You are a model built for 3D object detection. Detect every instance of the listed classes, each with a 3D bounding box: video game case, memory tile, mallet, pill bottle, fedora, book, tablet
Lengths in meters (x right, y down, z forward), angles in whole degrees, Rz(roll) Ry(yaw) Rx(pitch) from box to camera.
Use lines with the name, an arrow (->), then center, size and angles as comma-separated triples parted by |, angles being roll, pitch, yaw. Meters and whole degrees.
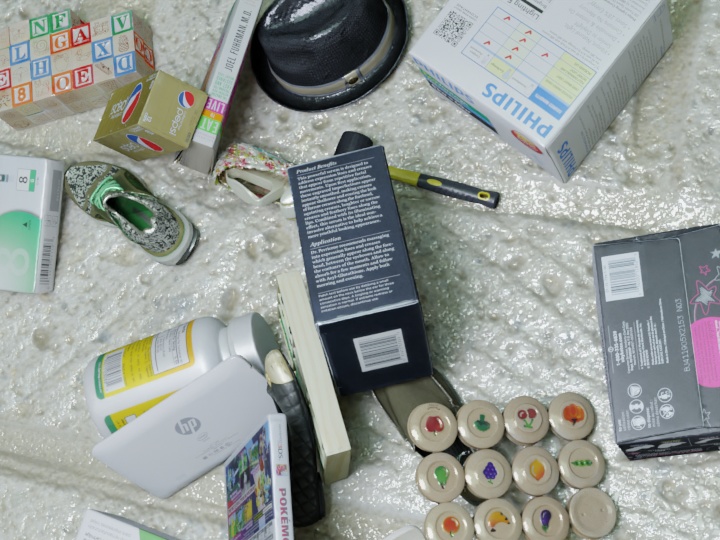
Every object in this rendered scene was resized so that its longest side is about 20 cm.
video game case -> -0.104, 0.260, 1.340 | 0.023, 0.200, 0.184 | 2, 68, -18
memory tile -> 0.150, 0.200, 1.311 | 0.198, 0.017, 0.155 | -3, 70, -13
mallet -> 0.055, -0.094, 1.472 | 0.199, 0.041, 0.066 | 24, 81, 19
pill bottle -> -0.191, 0.117, 1.448 | 0.198, 0.113, 0.114 | -21, 69, 12
fedora -> -0.048, -0.284, 1.529 | 0.199, 0.092, 0.203 | -5, 72, 17
book -> -0.157, -0.223, 1.526 | 0.048, 0.134, 0.202 | 19, 78, -10
tablet -> -0.172, 0.170, 1.409 | 0.199, 0.130, 0.014 | -33, 45, 13

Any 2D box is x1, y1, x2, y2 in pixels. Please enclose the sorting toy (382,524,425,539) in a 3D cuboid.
sorting toy -> 0.033, 0.357, 1.308 | 0.200, 0.107, 0.180 | 46, 76, -4

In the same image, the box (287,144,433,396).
box -> 0.000, 0.000, 1.368 | 0.106, 0.149, 0.201 | -12, 55, 2

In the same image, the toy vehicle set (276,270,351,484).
toy vehicle set -> -0.051, 0.114, 1.395 | 0.026, 0.124, 0.202 | -14, 68, -8

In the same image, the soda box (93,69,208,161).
soda box -> -0.244, -0.174, 1.515 | 0.200, 0.064, 0.068 | -1, 67, 65

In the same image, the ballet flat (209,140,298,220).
ballet flat -> -0.086, -0.088, 1.492 | 0.199, 0.076, 0.064 | 19, 50, 31

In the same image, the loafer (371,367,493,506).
loafer -> 0.076, 0.155, 1.370 | 0.075, 0.070, 0.200 | -45, 66, 1

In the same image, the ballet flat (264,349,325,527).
ballet flat -> -0.076, 0.179, 1.372 | 0.056, 0.066, 0.202 | -12, 107, -9

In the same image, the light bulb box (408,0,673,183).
light bulb box -> 0.195, -0.239, 1.418 | 0.198, 0.125, 0.200 | 38, 89, 23

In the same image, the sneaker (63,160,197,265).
sneaker -> -0.282, -0.083, 1.549 | 0.199, 0.089, 0.077 | 30, 84, 26

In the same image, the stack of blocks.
stack of blocks -> -0.359, -0.261, 1.645 | 0.198, 0.059, 0.116 | -13, 70, 15

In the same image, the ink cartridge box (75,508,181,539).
ink cartridge box -> -0.251, 0.375, 1.406 | 0.144, 0.084, 0.202 | 15, 80, 22

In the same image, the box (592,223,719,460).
box -> 0.306, 0.074, 1.294 | 0.131, 0.115, 0.202 | -9, 70, 17

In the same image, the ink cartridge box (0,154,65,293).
ink cartridge box -> -0.460, -0.062, 1.607 | 0.198, 0.050, 0.163 | 6, 91, 17
